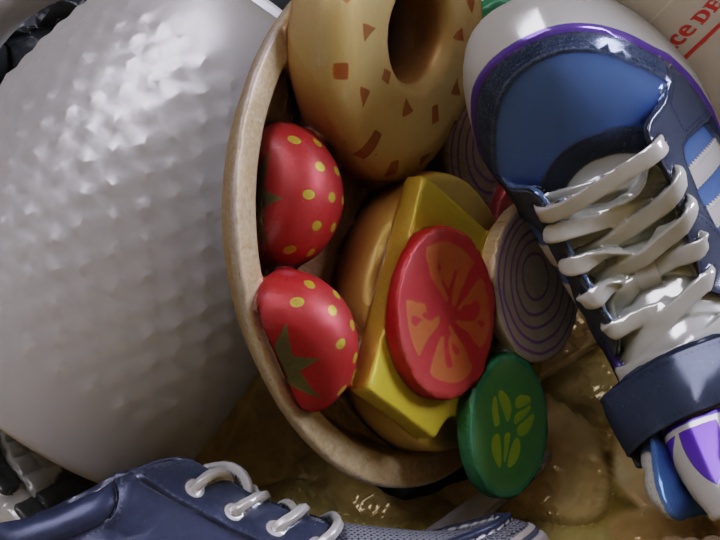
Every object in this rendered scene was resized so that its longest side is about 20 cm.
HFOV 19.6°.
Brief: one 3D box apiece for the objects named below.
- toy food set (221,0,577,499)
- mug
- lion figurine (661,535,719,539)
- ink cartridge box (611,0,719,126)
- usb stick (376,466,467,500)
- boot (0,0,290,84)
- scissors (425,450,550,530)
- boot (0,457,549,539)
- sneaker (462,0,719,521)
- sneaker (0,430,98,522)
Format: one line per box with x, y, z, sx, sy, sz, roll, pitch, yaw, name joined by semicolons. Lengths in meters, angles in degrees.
0.024;-0.020;0.761;0.048;0.198;0.202;-3;63;38;toy food set
-0.099;-0.042;0.817;0.200;0.147;0.176;41;98;31;mug
0.183;0.133;0.674;0.198;0.073;0.123;-2;34;1;lion figurine
0.158;-0.101;0.762;0.198;0.117;0.068;19;55;-20;ink cartridge box
0.000;0.000;0.855;0.055;0.033;0.201;-21;64;-3;usb stick
-0.123;-0.120;0.989;0.161;0.074;0.198;-9;16;-12;boot
-0.010;0.126;0.792;0.073;0.014;0.200;20;57;37;scissors
-0.033;0.101;0.733;0.198;0.091;0.073;-18;-4;-13;boot
0.109;0.010;0.724;0.080;0.200;0.147;-26;46;13;sneaker
-0.162;0.085;0.857;0.200;0.085;0.074;42;28;29;sneaker
